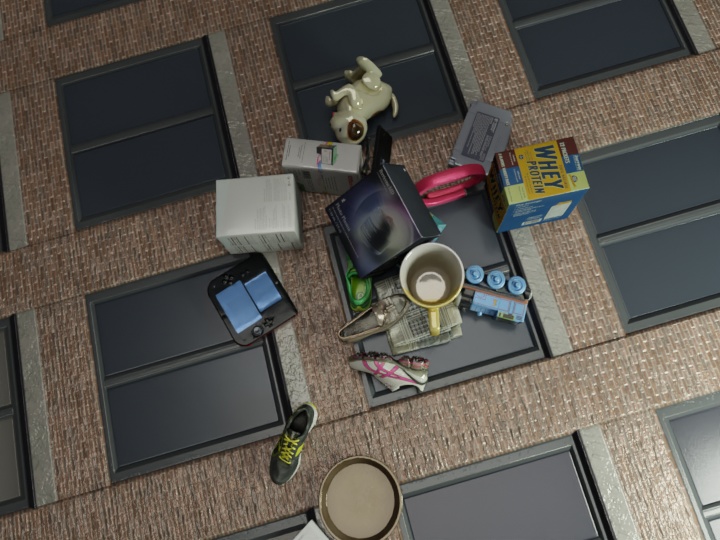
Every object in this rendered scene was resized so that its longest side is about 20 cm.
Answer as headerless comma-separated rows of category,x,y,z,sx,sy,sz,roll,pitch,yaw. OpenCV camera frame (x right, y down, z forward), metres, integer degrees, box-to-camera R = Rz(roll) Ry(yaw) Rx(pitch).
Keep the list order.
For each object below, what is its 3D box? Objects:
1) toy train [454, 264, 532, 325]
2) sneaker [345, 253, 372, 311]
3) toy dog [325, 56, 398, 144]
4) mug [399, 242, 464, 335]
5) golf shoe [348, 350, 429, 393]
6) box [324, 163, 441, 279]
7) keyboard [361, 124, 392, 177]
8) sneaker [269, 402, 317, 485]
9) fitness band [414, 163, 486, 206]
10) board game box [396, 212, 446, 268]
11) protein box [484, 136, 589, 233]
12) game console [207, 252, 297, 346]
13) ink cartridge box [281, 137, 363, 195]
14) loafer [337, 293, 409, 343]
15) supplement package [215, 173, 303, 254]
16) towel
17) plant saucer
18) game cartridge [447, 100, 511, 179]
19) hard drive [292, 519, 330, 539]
toy train,0.320,0.060,1.529,0.197,0.087,0.116,15,81,3
sneaker,0.000,0.000,1.570,0.073,0.084,0.204,-5,74,3
toy dog,-0.009,-0.432,1.678,0.193,0.139,0.202,35,75,-25
mug,0.159,0.042,1.480,0.148,0.153,0.188,28,81,11
golf shoe,0.065,0.247,1.503,0.196,0.073,0.094,7,94,11
box,0.052,-0.119,1.491,0.197,0.123,0.202,-34,78,28
keyboard,0.040,-0.285,1.631,0.020,0.127,0.203,-2,72,31
sneaker,-0.168,0.405,1.469,0.073,0.085,0.203,19,77,10
fitness band,0.224,-0.215,1.582,0.197,0.144,0.038,-17,76,-2
board game box,0.094,-0.113,1.564,0.200,0.047,0.152,42,113,21
protein box,0.427,-0.206,1.537,0.195,0.200,0.137,-12,74,0
game console,-0.281,0.076,1.596,0.175,0.031,0.201,-33,76,-5
ink cartridge box,-0.092,-0.266,1.617,0.196,0.145,0.085,7,73,6
loafer,0.032,0.121,1.525,0.198,0.063,0.073,-31,79,9
supplement package,-0.255,-0.141,1.590,0.196,0.151,0.154,-4,75,2
towel,0.145,0.096,1.559,0.189,0.035,0.203,-16,75,-1
plant saucer,0.000,0.538,1.451,0.196,0.030,0.204,-1,74,4
game cartridge,0.328,-0.350,1.669,0.131,0.041,0.203,20,77,13
hard drive,-0.090,0.695,1.415,0.132,0.026,0.200,-44,77,-8
